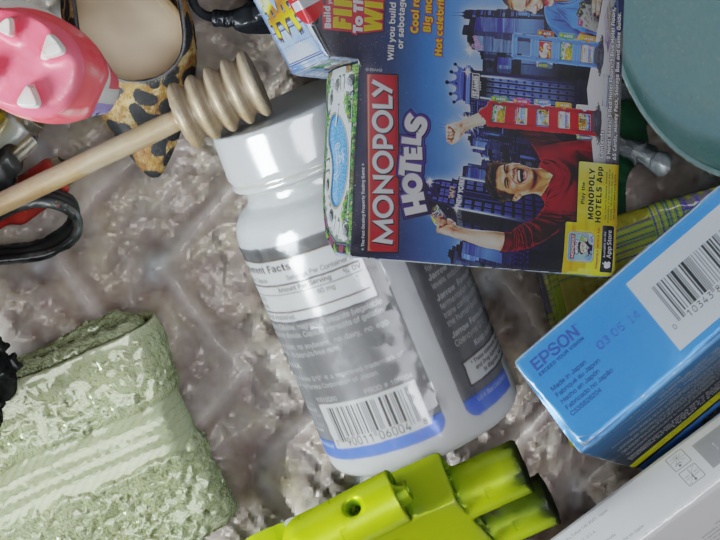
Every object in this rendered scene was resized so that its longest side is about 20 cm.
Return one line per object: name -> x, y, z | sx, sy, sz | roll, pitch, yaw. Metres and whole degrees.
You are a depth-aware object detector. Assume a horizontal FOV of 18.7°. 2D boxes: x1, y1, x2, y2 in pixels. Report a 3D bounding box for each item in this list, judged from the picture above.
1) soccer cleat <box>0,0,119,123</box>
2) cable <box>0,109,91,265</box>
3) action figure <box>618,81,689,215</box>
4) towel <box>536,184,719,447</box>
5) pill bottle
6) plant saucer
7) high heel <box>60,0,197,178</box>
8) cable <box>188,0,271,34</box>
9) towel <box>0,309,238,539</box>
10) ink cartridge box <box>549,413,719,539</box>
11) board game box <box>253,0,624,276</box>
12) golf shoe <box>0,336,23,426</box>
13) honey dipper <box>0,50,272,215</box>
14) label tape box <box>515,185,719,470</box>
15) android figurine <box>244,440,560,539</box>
soccer cleat -> -0.215, -0.134, 1.150 | 0.199, 0.076, 0.067 | 30, 94, 19
cable -> -0.232, -0.019, 1.204 | 0.200, 0.050, 0.097 | -38, 116, 11
action figure -> 0.086, -0.104, 1.206 | 0.199, 0.055, 0.119 | 14, 85, -26
towel -> 0.201, 0.017, 1.269 | 0.199, 0.023, 0.144 | -19, 113, -6
pill bottle -> 0.000, 0.000, 1.198 | 0.113, 0.114, 0.201 | -23, 102, -5
plant saucer -> 0.209, -0.149, 1.223 | 0.199, 0.036, 0.201 | 0, 90, -28
high heel -> -0.123, -0.140, 1.136 | 0.071, 0.143, 0.201 | -8, 100, -4
cable -> -0.005, -0.212, 1.200 | 0.199, 0.051, 0.164 | -3, 95, -6
towel -> -0.180, 0.121, 1.227 | 0.199, 0.036, 0.149 | -24, 103, -5
ink cartridge box -> 0.192, 0.185, 1.286 | 0.200, 0.045, 0.177 | -35, 133, -6
board game box -> 0.034, -0.101, 1.123 | 0.199, 0.062, 0.201 | 5, 85, -20
golf shoe -> -0.273, 0.021, 1.145 | 0.094, 0.078, 0.200 | -32, 104, 30
honey dipper -> -0.143, -0.059, 1.155 | 0.199, 0.038, 0.038 | -24, 103, 4
label tape box -> 0.176, 0.039, 1.200 | 0.144, 0.200, 0.063 | -41, 72, 8
android figurine -> 0.009, 0.159, 1.210 | 0.199, 0.182, 0.041 | -25, 62, 6
